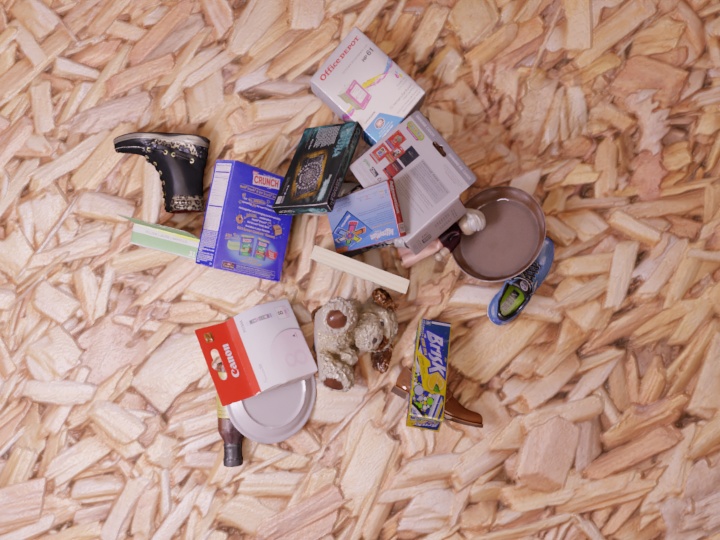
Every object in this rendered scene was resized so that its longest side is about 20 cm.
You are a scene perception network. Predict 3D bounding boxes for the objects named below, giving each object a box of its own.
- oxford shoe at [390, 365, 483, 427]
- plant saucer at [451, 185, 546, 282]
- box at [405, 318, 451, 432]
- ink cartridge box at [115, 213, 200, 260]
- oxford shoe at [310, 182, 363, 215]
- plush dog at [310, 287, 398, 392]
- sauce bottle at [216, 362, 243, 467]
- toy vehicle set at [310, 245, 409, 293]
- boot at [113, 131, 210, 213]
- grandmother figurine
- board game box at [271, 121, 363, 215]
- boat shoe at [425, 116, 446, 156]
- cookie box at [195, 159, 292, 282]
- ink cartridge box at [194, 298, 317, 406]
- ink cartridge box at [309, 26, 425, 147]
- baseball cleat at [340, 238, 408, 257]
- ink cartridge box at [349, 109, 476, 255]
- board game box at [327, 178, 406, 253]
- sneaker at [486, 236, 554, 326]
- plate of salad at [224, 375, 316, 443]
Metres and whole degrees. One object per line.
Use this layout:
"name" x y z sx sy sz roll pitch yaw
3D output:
"oxford shoe" 0.162 0.253 1.412 0.196 0.071 0.073 26 83 3
"plant saucer" 0.272 -0.069 1.402 0.195 0.032 0.206 -10 64 22
"box" 0.133 0.200 1.372 0.068 0.065 0.205 9 60 2
"ink cartridge box" -0.377 -0.059 1.370 0.141 0.200 0.049 14 89 3
"oxford shoe" -0.051 -0.149 1.438 0.194 0.058 0.078 5 90 3
"plush dog" -0.006 0.118 1.404 0.166 0.161 0.206 -3 116 -13
"sauce bottle" -0.258 0.287 1.424 0.064 0.066 0.207 -2 90 1
"toy vehicle set" 0.000 0.000 1.396 0.195 0.124 0.027 20 88 3
"boot" -0.406 -0.198 1.441 0.197 0.073 0.159 1 90 1
"grandmother figurine" 0.157 -0.065 1.410 0.196 0.061 0.123 -26 52 12
"board game box" -0.082 -0.198 1.369 0.132 0.028 0.204 0 57 33
"boat shoe" 0.147 -0.216 1.434 0.070 0.072 0.206 -6 83 -17
"cookie box" -0.219 -0.095 1.383 0.074 0.169 0.206 10 87 44
"ink cartridge box" -0.198 0.153 1.363 0.196 0.057 0.166 -10 66 -40
"ink cartridge box" 0.014 -0.362 1.430 0.199 0.085 0.145 42 90 4
"baseball cleat" 0.044 -0.070 1.403 0.198 0.070 0.108 -35 50 10
"ink cartridge box" 0.106 -0.168 1.338 0.174 0.084 0.202 -38 66 6
"board game box" 0.006 -0.098 1.331 0.019 0.198 0.106 -13 91 -38
"sneaker" 0.327 0.024 1.404 0.077 0.089 0.203 31 89 1
"plate of salad" -0.181 0.239 1.413 0.195 0.048 0.207 4 81 -28
